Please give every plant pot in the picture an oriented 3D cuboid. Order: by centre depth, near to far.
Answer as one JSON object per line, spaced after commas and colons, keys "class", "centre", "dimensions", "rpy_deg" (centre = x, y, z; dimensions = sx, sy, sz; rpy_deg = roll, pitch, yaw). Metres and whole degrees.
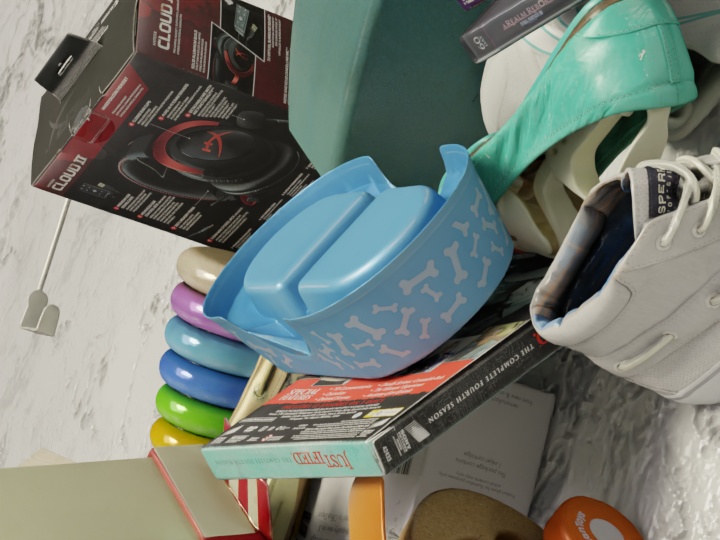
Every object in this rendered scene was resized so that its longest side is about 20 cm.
{"class": "plant pot", "centre": [0.043, -0.139, 1.156], "dimensions": [0.201, 0.141, 0.141], "rpy_deg": [-69, 24, 19]}

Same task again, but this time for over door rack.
{"class": "over door rack", "centre": [-0.136, -0.027, 1.428], "dimensions": [0.067, 0.147, 0.201], "rpy_deg": [-20, 54, 58]}

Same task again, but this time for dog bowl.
{"class": "dog bowl", "centre": [0.000, 0.000, 1.018], "dimensions": [0.112, 0.050, 0.200], "rpy_deg": [-48, 18, -18]}

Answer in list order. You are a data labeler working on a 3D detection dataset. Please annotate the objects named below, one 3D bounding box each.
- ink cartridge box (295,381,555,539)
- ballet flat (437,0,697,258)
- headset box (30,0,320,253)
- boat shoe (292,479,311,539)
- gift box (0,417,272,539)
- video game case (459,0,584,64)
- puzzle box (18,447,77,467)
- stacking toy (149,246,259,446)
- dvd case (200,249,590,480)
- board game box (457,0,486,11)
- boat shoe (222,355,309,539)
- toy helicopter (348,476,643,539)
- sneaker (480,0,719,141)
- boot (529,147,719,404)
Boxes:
{"class": "ink cartridge box", "centre": [0.018, 0.148, 1.079], "dimensions": [0.116, 0.068, 0.201], "rpy_deg": [-4, 69, 64]}
{"class": "ballet flat", "centre": [0.090, -0.047, 0.993], "dimensions": [0.200, 0.067, 0.071], "rpy_deg": [-53, 53, 54]}
{"class": "headset box", "centre": [-0.097, -0.092, 1.330], "dimensions": [0.149, 0.199, 0.075], "rpy_deg": [-45, 35, 45]}
{"class": "boat shoe", "centre": [-0.022, 0.079, 1.205], "dimensions": [0.203, 0.074, 0.086], "rpy_deg": [-67, 24, 15]}
{"class": "gift box", "centre": [-0.124, 0.183, 1.037], "dimensions": [0.185, 0.186, 0.200], "rpy_deg": [-60, 45, 35]}
{"class": "video game case", "centre": [0.144, -0.169, 0.963], "dimensions": [0.200, 0.019, 0.143], "rpy_deg": [-28, 14, 38]}
{"class": "puzzle box", "centre": [-0.140, 0.174, 1.311], "dimensions": [0.025, 0.133, 0.200], "rpy_deg": [-37, 14, -16]}
{"class": "stacking toy", "centre": [-0.100, 0.091, 1.357], "dimensions": [0.085, 0.085, 0.201], "rpy_deg": [33, 107, 65]}
{"class": "dvd case", "centre": [0.039, 0.036, 1.002], "dimensions": [0.200, 0.022, 0.146], "rpy_deg": [-35, 14, -31]}
{"class": "board game box", "centre": [0.133, -0.199, 1.011], "dimensions": [0.200, 0.032, 0.120], "rpy_deg": [-43, 16, -29]}
{"class": "boat shoe", "centre": [-0.045, 0.057, 1.133], "dimensions": [0.073, 0.062, 0.201], "rpy_deg": [110, 175, -78]}
{"class": "toy helicopter", "centre": [0.046, 0.159, 0.900], "dimensions": [0.079, 0.132, 0.200], "rpy_deg": [-55, 15, 30]}
{"class": "sneaker", "centre": [0.121, -0.094, 1.038], "dimensions": [0.200, 0.070, 0.081], "rpy_deg": [-35, 48, 51]}
{"class": "boot", "centre": [0.152, -0.022, 0.889], "dimensions": [0.200, 0.095, 0.074], "rpy_deg": [-53, 30, 35]}
